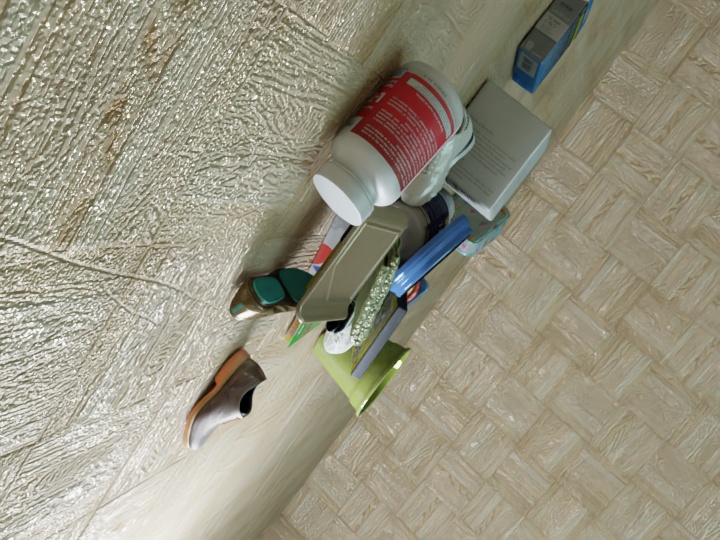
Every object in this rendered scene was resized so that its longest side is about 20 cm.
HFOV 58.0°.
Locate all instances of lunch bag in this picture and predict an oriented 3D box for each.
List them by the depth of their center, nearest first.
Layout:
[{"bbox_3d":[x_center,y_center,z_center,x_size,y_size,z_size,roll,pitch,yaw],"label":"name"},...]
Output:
[{"bbox_3d":[0.306,-0.143,1.787,0.198,0.160,0.078,-35,157,-33],"label":"lunch bag"}]

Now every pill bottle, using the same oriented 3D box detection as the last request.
[{"bbox_3d":[0.034,-0.159,0.831,0.201,0.112,0.113,-48,168,-15],"label":"pill bottle"},{"bbox_3d":[0.114,-0.103,1.288,0.199,0.110,0.112,-34,160,-53],"label":"pill bottle"}]

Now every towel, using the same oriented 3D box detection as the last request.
[{"bbox_3d":[0.030,0.024,1.164,0.150,0.035,0.204,-78,-170,-58],"label":"towel"}]

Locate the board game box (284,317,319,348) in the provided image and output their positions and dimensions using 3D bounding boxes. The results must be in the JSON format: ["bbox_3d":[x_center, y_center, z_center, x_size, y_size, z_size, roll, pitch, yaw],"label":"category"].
[{"bbox_3d":[-0.080,0.077,1.281,0.097,0.030,0.199,-57,170,34],"label":"board game box"}]

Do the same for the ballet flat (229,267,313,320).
[{"bbox_3d":[-0.128,0.041,0.942,0.071,0.069,0.199,-33,174,20],"label":"ballet flat"}]

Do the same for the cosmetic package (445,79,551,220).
[{"bbox_3d":[0.267,-0.241,1.338,0.202,0.164,0.165,-51,168,6],"label":"cosmetic package"}]

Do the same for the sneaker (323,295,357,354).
[{"bbox_3d":[-0.049,0.111,1.338,0.114,0.076,0.202,-14,150,-46],"label":"sneaker"}]

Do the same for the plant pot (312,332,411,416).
[{"bbox_3d":[-0.008,0.204,1.539,0.201,0.183,0.201,-47,167,-14],"label":"plant pot"}]

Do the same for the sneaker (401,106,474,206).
[{"bbox_3d":[0.135,-0.211,1.192,0.202,0.075,0.081,-54,157,-11],"label":"sneaker"}]

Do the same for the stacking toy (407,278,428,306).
[{"bbox_3d":[0.079,0.014,1.566,0.115,0.111,0.200,-38,157,6],"label":"stacking toy"}]

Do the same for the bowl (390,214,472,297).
[{"bbox_3d":[0.131,-0.025,1.222,0.199,0.040,0.201,-41,175,-4],"label":"bowl"}]

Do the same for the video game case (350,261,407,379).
[{"bbox_3d":[0.038,0.096,1.356,0.202,0.025,0.183,-57,-164,30],"label":"video game case"}]

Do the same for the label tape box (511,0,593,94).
[{"bbox_3d":[0.408,-0.497,1.372,0.202,0.065,0.143,-54,168,-4],"label":"label tape box"}]

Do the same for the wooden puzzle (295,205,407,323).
[{"bbox_3d":[-0.013,-0.015,0.990,0.203,0.037,0.184,-58,162,11],"label":"wooden puzzle"}]

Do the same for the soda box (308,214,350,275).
[{"bbox_3d":[-0.033,-0.020,1.091,0.068,0.063,0.203,-31,156,-52],"label":"soda box"}]

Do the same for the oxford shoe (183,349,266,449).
[{"bbox_3d":[-0.226,0.230,1.070,0.202,0.072,0.071,-56,167,18],"label":"oxford shoe"}]
